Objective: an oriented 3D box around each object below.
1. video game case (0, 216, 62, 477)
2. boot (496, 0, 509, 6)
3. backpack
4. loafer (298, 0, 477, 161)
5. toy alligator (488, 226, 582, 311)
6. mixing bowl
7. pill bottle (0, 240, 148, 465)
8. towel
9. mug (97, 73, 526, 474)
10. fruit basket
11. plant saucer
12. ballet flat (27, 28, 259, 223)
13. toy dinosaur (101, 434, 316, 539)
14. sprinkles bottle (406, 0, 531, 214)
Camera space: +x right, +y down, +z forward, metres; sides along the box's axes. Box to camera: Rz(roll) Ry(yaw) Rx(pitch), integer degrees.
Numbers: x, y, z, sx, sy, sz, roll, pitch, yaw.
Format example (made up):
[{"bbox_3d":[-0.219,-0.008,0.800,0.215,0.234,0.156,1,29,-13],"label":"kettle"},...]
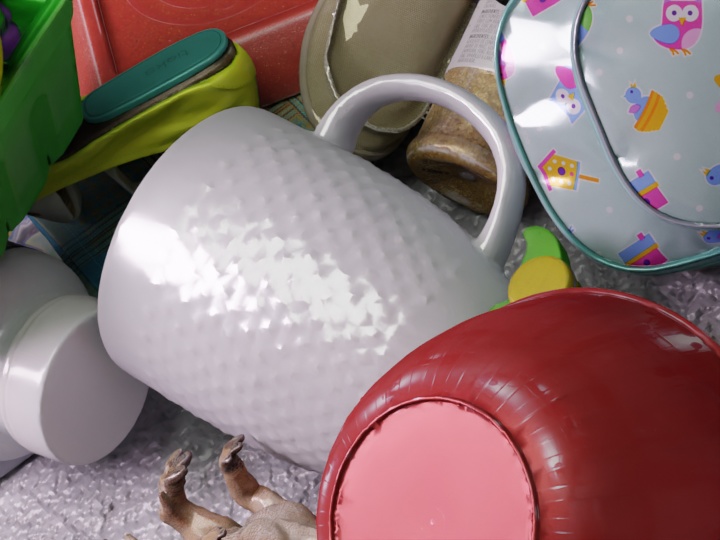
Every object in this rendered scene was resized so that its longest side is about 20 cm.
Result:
[{"bbox_3d":[-0.192,0.017,1.278,0.200,0.022,0.183,-36,52,4],"label":"video game case"},{"bbox_3d":[0.127,-0.238,1.145,0.210,0.079,0.158,-19,71,-5],"label":"boot"},{"bbox_3d":[0.163,-0.089,1.058,0.200,0.153,0.176,-24,93,23],"label":"backpack"},{"bbox_3d":[0.026,-0.152,1.201,0.068,0.075,0.201,-39,30,65],"label":"loafer"},{"bbox_3d":[0.097,0.059,0.985,0.054,0.059,0.200,-34,48,8],"label":"toy alligator"},{"bbox_3d":[0.056,0.100,0.909,0.200,0.108,0.201,-6,79,36],"label":"mixing bowl"},{"bbox_3d":[-0.207,0.034,1.191,0.200,0.111,0.111,16,70,34],"label":"pill bottle"},{"bbox_3d":[-0.082,-0.062,1.250,0.200,0.022,0.147,-35,52,-9],"label":"towel"},{"bbox_3d":[0.000,0.000,1.101,0.175,0.148,0.200,28,88,27],"label":"mug"},{"bbox_3d":[-0.226,-0.082,1.082,0.155,0.216,0.216,12,68,26],"label":"fruit basket"},{"bbox_3d":[-0.081,-0.171,1.296,0.199,0.037,0.200,-21,50,3],"label":"plant saucer"},{"bbox_3d":[-0.145,-0.062,1.215,0.199,0.067,0.067,-21,35,2],"label":"ballet flat"},{"bbox_3d":[-0.047,0.156,1.084,0.200,0.136,0.086,-19,28,46],"label":"toy dinosaur"},{"bbox_3d":[0.092,-0.129,1.185,0.068,0.068,0.200,14,69,33],"label":"sprinkles bottle"}]
